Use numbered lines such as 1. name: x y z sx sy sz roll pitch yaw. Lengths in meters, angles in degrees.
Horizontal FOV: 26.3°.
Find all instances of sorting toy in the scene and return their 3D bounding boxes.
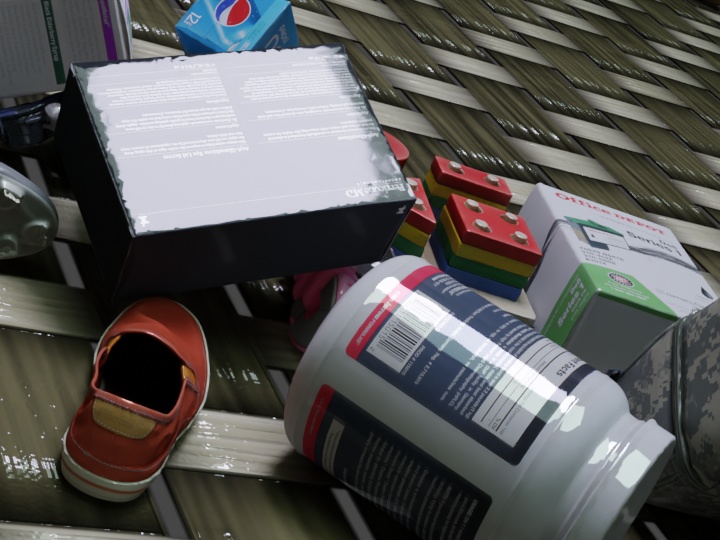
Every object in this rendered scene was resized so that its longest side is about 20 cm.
1. sorting toy: 0.046 -0.049 1.286 0.198 0.070 0.200 18 24 -17

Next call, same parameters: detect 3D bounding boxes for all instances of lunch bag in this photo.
1. lunch bag: 0.276 0.113 1.063 0.199 0.168 0.140 16 56 -23

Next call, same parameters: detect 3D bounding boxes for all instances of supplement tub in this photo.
1. supplement tub: 0.068 0.095 0.906 0.200 0.141 0.140 33 24 18

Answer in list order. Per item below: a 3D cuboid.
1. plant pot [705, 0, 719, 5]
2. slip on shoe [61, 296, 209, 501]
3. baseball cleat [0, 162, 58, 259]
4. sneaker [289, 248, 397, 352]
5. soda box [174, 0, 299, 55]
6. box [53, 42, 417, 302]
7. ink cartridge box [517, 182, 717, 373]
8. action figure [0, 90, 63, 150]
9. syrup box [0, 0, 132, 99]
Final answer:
1. plant pot: 0.643 -0.636 3.050 0.199 0.187 0.186 13 22 4
2. slip on shoe: -0.123 0.060 0.893 0.074 0.061 0.200 22 22 -4
3. baseball cleat: -0.291 -0.067 0.981 0.199 0.070 0.107 16 25 -23
4. sneaker: 0.000 0.000 1.125 0.095 0.079 0.200 24 37 -21
5. soda box: -0.088 -0.154 1.239 0.064 0.068 0.200 32 -16 17
6. box: -0.084 -0.068 1.018 0.199 0.079 0.142 -8 56 -27
7. ink cartridge box: 0.213 0.020 1.287 0.145 0.085 0.200 18 24 -18
8. action figure: -0.193 -0.079 1.126 0.199 0.105 0.193 -17 32 -19
9. syrup box: -0.267 -0.173 1.115 0.199 0.082 0.079 -7 29 -5
